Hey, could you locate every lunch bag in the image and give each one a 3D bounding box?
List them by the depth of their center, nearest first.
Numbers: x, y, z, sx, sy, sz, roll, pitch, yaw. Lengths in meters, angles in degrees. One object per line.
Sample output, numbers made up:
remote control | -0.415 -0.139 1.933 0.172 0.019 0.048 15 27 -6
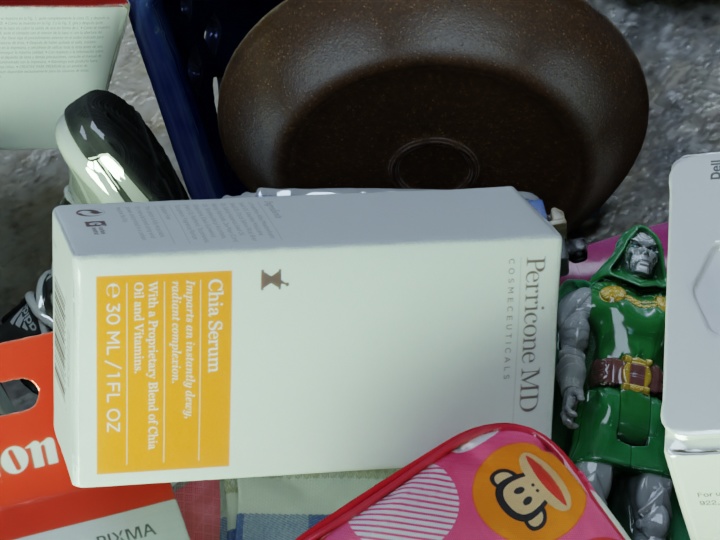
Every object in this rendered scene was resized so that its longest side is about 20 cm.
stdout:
lunch bag | 0.045 0.175 0.990 0.176 0.082 0.200 -31 72 -19

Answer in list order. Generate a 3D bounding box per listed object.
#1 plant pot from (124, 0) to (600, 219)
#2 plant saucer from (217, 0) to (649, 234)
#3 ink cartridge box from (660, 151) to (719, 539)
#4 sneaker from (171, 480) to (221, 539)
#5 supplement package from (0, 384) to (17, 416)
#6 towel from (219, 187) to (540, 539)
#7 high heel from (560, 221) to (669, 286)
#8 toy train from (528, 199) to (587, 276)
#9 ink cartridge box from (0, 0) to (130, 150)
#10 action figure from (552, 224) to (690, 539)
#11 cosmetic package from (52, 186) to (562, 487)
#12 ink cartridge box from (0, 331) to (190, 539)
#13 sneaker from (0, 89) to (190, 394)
plant pot | 0.006 -0.137 1.278 0.199 0.200 0.180 -9 43 10
plant saucer | 0.033 -0.058 1.193 0.200 0.201 0.037 -10 48 11
ink cartridge box | 0.178 0.067 1.042 0.084 0.200 0.146 -5 51 15
sneaker | -0.082 0.133 1.162 0.200 0.074 0.087 -41 52 -16
supplement package | -0.253 0.048 1.210 0.147 0.191 0.200 -30 48 -7
towel | 0.010 0.056 1.150 0.146 0.024 0.200 0 69 2
high heel | 0.084 0.000 1.212 0.200 0.067 0.096 9 65 19
toy train | 0.000 0.000 1.143 0.199 0.034 0.046 -9 58 -2
ink cartridge box | -0.235 -0.134 1.197 0.200 0.084 0.176 -4 39 -30
action figure | 0.112 0.071 1.119 0.118 0.055 0.200 13 62 -14
cosmetic package | -0.024 0.026 1.069 0.199 0.102 0.071 -3 19 -13
ink cartridge box | -0.145 0.134 1.087 0.160 0.201 0.047 -13 9 -15
sneaker | -0.124 0.006 1.199 0.115 0.201 0.076 -25 53 2
